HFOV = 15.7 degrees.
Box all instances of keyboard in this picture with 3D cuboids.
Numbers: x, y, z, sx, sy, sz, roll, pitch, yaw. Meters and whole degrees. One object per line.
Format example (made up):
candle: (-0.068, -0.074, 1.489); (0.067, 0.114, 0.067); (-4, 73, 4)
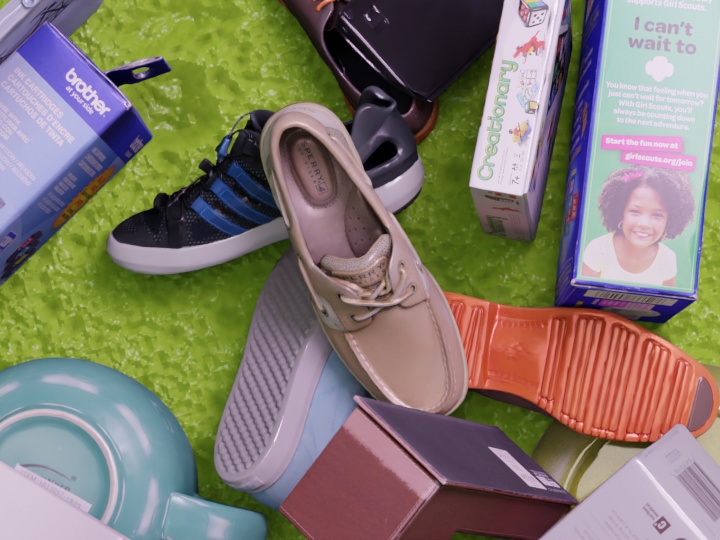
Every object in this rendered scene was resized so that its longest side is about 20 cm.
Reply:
keyboard: (0.055, -0.200, 1.560); (0.127, 0.021, 0.200); (48, 64, -5)

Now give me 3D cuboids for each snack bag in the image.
snack bag: (-0.227, -0.109, 1.515); (0.189, 0.200, 0.021); (-44, 90, -1)

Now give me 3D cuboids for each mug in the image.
mug: (-0.161, 0.122, 1.528); (0.184, 0.114, 0.153); (-19, 83, 1)

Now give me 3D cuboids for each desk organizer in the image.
desk organizer: (0.040, 0.131, 1.466); (0.072, 0.200, 0.077); (42, 101, 25)

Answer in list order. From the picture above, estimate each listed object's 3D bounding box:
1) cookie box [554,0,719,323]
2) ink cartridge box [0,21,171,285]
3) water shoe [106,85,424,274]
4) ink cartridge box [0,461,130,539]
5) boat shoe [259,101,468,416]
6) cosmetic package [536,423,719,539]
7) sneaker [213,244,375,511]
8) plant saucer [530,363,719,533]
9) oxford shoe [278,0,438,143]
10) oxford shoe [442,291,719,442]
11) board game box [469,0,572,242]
cookie box: (0.161, -0.078, 1.505); (0.075, 0.171, 0.201); (6, 85, 1)
ink cartridge box: (-0.199, -0.066, 1.539); (0.076, 0.136, 0.200); (44, 88, 4)
water shoe: (-0.062, -0.057, 1.546); (0.199, 0.072, 0.079); (-14, 112, 12)
ink cartridge box: (-0.247, 0.192, 1.432); (0.176, 0.045, 0.201); (28, 81, 16)
boat shoe: (0.000, 0.000, 1.477); (0.072, 0.065, 0.201); (-25, 98, 4)
cosmetic package: (0.121, 0.182, 1.480); (0.200, 0.101, 0.071); (-44, 81, 21)
sneaker: (-0.021, 0.053, 1.562); (0.074, 0.082, 0.201); (6, 65, 46)
plant saucer: (0.191, 0.154, 1.549); (0.199, 0.031, 0.201); (0, 84, 3)
oxford shoe: (-0.012, -0.170, 1.572); (0.071, 0.073, 0.201); (-33, 83, -1)
oxford shoe: (0.115, 0.053, 1.539); (0.199, 0.073, 0.072); (17, 89, 10)
board game box: (0.093, -0.092, 1.495); (0.034, 0.200, 0.127); (10, 84, 6)
